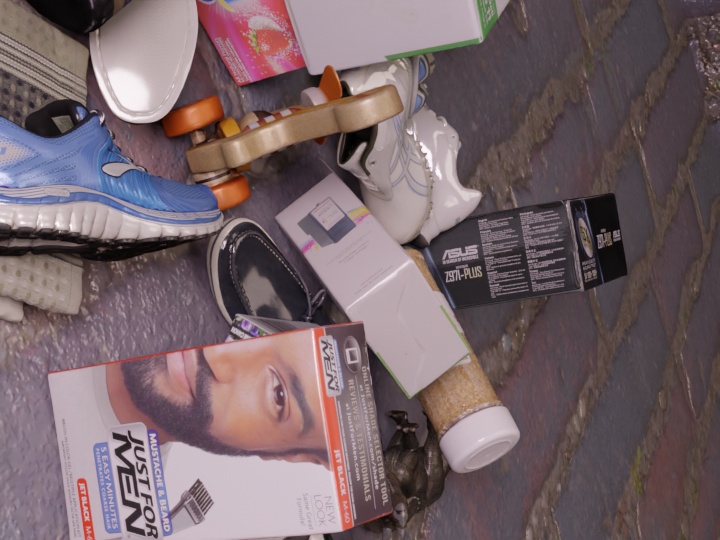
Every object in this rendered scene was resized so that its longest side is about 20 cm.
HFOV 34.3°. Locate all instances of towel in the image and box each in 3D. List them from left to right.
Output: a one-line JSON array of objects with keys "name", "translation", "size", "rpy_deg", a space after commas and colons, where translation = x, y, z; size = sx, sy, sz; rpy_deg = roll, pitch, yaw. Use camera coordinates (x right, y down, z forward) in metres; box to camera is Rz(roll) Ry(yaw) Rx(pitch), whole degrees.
[{"name": "towel", "translation": [-0.233, -0.080, 0.665], "size": [0.199, 0.034, 0.195], "rpy_deg": [26, 55, -54]}]

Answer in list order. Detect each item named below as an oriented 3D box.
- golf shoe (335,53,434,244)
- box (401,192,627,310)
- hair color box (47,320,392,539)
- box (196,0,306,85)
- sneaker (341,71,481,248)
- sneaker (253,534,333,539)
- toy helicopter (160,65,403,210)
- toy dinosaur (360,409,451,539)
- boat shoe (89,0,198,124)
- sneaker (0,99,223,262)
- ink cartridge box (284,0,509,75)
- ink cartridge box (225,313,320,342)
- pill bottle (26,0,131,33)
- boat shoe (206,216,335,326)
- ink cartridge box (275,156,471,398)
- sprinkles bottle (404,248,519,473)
[{"name": "golf shoe", "translation": [0.008, -0.097, 0.977], "size": [0.097, 0.078, 0.202], "rpy_deg": [-38, 137, -37]}, {"name": "box", "translation": [0.144, -0.016, 1.154], "size": [0.163, 0.198, 0.087], "rpy_deg": [-12, 92, -61]}, {"name": "hair color box", "translation": [-0.087, 0.100, 0.686], "size": [0.064, 0.198, 0.113], "rpy_deg": [-2, 81, -61]}, {"name": "box", "translation": [-0.091, -0.262, 0.914], "size": [0.201, 0.094, 0.100], "rpy_deg": [60, 32, -32]}, {"name": "sneaker", "translation": [0.042, -0.125, 1.087], "size": [0.202, 0.086, 0.074], "rpy_deg": [65, -9, -1]}, {"name": "sneaker", "translation": [-0.052, 0.222, 0.786], "size": [0.074, 0.079, 0.202], "rpy_deg": [-67, 163, -45]}, {"name": "toy helicopter", "translation": [-0.041, -0.105, 0.842], "size": [0.132, 0.199, 0.080], "rpy_deg": [-29, 106, -42]}, {"name": "toy dinosaur", "translation": [0.043, 0.181, 1.055], "size": [0.200, 0.076, 0.104], "rpy_deg": [-9, 100, -67]}, {"name": "boat shoe", "translation": [-0.156, -0.193, 0.808], "size": [0.073, 0.060, 0.203], "rpy_deg": [-3, 80, -19]}, {"name": "sneaker", "translation": [-0.152, -0.055, 0.684], "size": [0.199, 0.078, 0.090], "rpy_deg": [5, 75, -60]}, {"name": "ink cartridge box", "translation": [0.044, -0.236, 0.902], "size": [0.200, 0.145, 0.084], "rpy_deg": [-57, 134, -53]}, {"name": "ink cartridge box", "translation": [-0.078, 0.135, 0.823], "size": [0.109, 0.050, 0.202], "rpy_deg": [12, 103, -60]}, {"name": "pill bottle", "translation": [-0.137, -0.252, 0.733], "size": [0.200, 0.111, 0.112], "rpy_deg": [-47, 126, -23]}, {"name": "boat shoe", "translation": [-0.053, 0.044, 0.902], "size": [0.075, 0.062, 0.202], "rpy_deg": [-46, 123, -35]}, {"name": "ink cartridge box", "translation": [0.000, 0.000, 0.965], "size": [0.118, 0.067, 0.200], "rpy_deg": [55, -2, -37]}, {"name": "sprinkles bottle", "translation": [0.068, 0.078, 1.040], "size": [0.068, 0.068, 0.201], "rpy_deg": [23, 35, -57]}]
